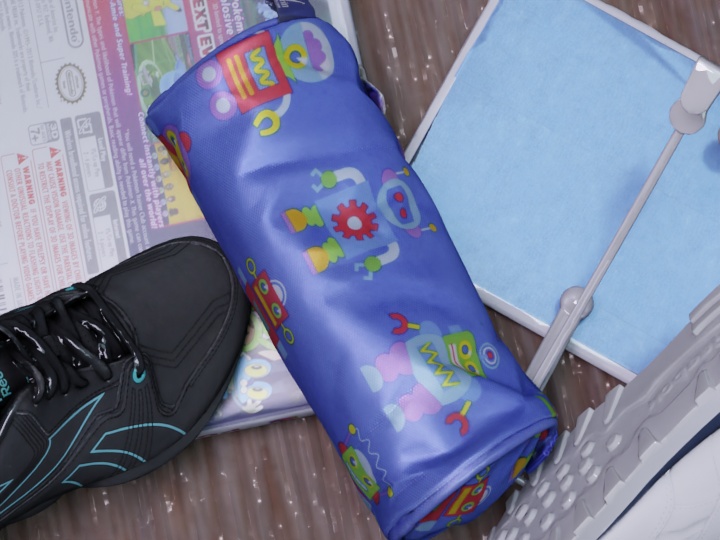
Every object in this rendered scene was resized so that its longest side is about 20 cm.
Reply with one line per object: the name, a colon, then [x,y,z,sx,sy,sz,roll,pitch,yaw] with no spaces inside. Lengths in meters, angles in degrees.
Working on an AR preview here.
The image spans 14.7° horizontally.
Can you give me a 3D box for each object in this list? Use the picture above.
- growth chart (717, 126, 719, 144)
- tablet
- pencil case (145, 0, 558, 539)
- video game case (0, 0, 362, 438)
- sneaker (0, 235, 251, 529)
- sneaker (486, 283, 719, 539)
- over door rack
growth chart: [0.247,-0.022,1.092,0.145,0.018,0.200,-45,92,-9]
tablet: [0.117,-0.022,1.100,0.199,0.014,0.131,29,82,3]
pencil case: [0.000,0.000,1.022,0.087,0.078,0.201,-24,76,-22]
video game case: [-0.082,-0.033,1.087,0.181,0.023,0.201,-11,81,2]
sneaker: [-0.115,0.048,1.004,0.200,0.079,0.075,-39,72,-24]
sneaker: [0.117,0.080,0.992,0.080,0.077,0.200,36,121,-18]
over door rack: [0.146,0.033,1.038,0.147,0.067,0.201,30,115,3]
